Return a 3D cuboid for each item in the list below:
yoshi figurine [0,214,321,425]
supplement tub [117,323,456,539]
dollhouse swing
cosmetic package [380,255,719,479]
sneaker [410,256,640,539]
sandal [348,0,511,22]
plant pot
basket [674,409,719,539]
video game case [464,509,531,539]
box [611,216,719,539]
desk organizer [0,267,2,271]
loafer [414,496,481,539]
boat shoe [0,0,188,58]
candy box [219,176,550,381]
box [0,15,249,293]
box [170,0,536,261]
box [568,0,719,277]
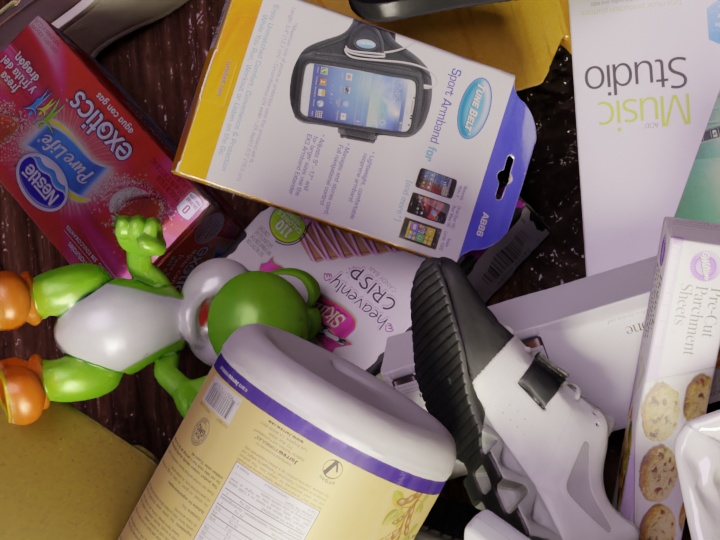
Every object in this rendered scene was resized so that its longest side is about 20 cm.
[{"bbox_3d":[-0.113,0.032,1.384,0.198,0.113,0.112,-8,47,-14],"label":"yoshi figurine"},{"bbox_3d":[-0.052,0.147,1.310,0.145,0.145,0.201,32,96,28],"label":"supplement tub"},{"bbox_3d":[0.010,-0.190,1.507,0.199,0.176,0.183,-18,99,-14],"label":"dollhouse swing"},{"bbox_3d":[0.119,0.056,1.387,0.199,0.083,0.051,-18,24,14],"label":"cosmetic package"},{"bbox_3d":[0.092,0.080,1.334,0.088,0.074,0.201,-18,79,-21],"label":"sneaker"},{"bbox_3d":[0.088,-0.189,1.397,0.199,0.045,0.075,-13,29,-11],"label":"sandal"},{"bbox_3d":[-0.199,0.185,1.432,0.194,0.196,0.201,30,77,27],"label":"plant pot"},{"bbox_3d":[0.262,0.171,1.276,0.135,0.123,0.201,-18,68,16],"label":"basket"},{"bbox_3d":[0.127,0.242,1.278,0.182,0.201,0.022,33,56,28],"label":"video game case"},{"bbox_3d":[0.173,0.071,1.333,0.041,0.039,0.201,8,110,-1],"label":"box"},{"bbox_3d":[-0.316,-0.041,1.609,0.072,0.077,0.201,-37,63,7],"label":"desk organizer"},{"bbox_3d":[0.109,0.196,1.363,0.199,0.073,0.072,23,113,17],"label":"loafer"},{"bbox_3d":[-0.175,-0.189,1.605,0.199,0.072,0.060,-36,63,12],"label":"boat shoe"},{"bbox_3d":[0.000,0.000,1.475,0.200,0.061,0.136,-49,63,2],"label":"candy box"},{"bbox_3d":[-0.164,-0.057,1.539,0.095,0.100,0.200,-45,63,3],"label":"box"},{"bbox_3d":[0.001,-0.082,1.396,0.199,0.041,0.120,19,88,-12],"label":"box"},{"bbox_3d":[0.199,-0.084,1.407,0.143,0.036,0.202,-5,88,21],"label":"box"}]
